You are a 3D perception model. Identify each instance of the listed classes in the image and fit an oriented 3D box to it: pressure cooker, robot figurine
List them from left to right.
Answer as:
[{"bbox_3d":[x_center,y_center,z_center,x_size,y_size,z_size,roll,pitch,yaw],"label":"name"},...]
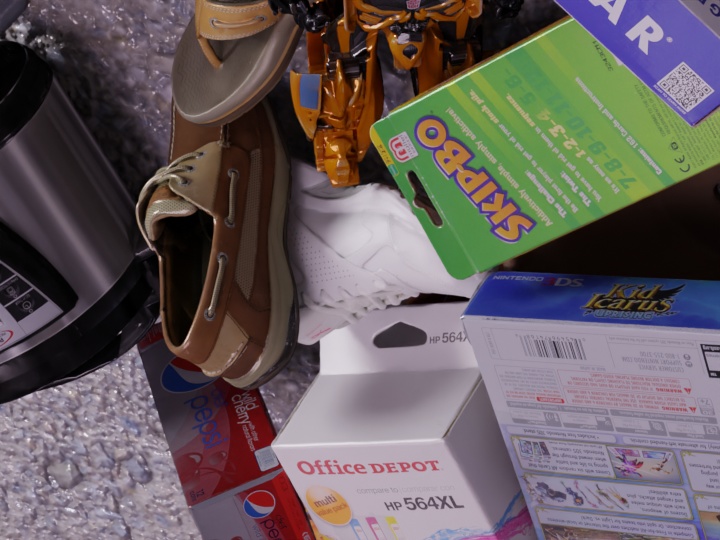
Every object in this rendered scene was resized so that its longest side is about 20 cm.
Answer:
[{"bbox_3d":[-0.216,-0.016,1.540,0.175,0.179,0.201,10,137,53],"label":"pressure cooker"},{"bbox_3d":[0.023,-0.123,1.319,0.144,0.059,0.200,-8,149,-4],"label":"robot figurine"}]

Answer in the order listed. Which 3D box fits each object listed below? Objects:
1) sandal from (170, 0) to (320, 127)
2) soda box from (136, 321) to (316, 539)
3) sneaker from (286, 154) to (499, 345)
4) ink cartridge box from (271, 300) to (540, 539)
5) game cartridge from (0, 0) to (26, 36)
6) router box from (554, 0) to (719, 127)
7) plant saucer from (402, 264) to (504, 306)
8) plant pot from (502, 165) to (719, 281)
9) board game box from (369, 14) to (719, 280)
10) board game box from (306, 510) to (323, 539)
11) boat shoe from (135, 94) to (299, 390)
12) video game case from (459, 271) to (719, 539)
[{"bbox_3d":[-0.054,-0.154,1.368,0.054,0.081,0.200,9,145,-33],"label":"sandal"},{"bbox_3d":[-0.083,0.102,1.551,0.063,0.200,0.070,-22,123,-2],"label":"soda box"},{"bbox_3d":[0.000,0.000,1.433,0.078,0.100,0.199,22,177,-40],"label":"sneaker"},{"bbox_3d":[0.051,0.114,1.476,0.128,0.125,0.201,-6,125,37],"label":"ink cartridge box"},{"bbox_3d":[-0.289,-0.187,1.453,0.040,0.134,0.200,-14,121,49],"label":"game cartridge"},{"bbox_3d":[0.122,-0.192,1.151,0.200,0.180,0.049,42,137,-8],"label":"router box"},{"bbox_3d":[0.116,0.063,1.505,0.199,0.032,0.201,18,135,18],"label":"plant saucer"},{"bbox_3d":[0.182,-0.015,1.343,0.200,0.093,0.202,18,137,18],"label":"plant pot"},{"bbox_3d":[0.097,-0.069,1.265,0.199,0.030,0.096,-26,97,38],"label":"board game box"},{"bbox_3d":[0.010,0.198,1.688,0.199,0.045,0.135,33,139,1],"label":"board game box"},{"bbox_3d":[-0.084,-0.033,1.425,0.074,0.201,0.076,15,142,-37],"label":"boat shoe"},{"bbox_3d":[0.170,0.086,1.344,0.199,0.046,0.182,3,129,31],"label":"video game case"}]
